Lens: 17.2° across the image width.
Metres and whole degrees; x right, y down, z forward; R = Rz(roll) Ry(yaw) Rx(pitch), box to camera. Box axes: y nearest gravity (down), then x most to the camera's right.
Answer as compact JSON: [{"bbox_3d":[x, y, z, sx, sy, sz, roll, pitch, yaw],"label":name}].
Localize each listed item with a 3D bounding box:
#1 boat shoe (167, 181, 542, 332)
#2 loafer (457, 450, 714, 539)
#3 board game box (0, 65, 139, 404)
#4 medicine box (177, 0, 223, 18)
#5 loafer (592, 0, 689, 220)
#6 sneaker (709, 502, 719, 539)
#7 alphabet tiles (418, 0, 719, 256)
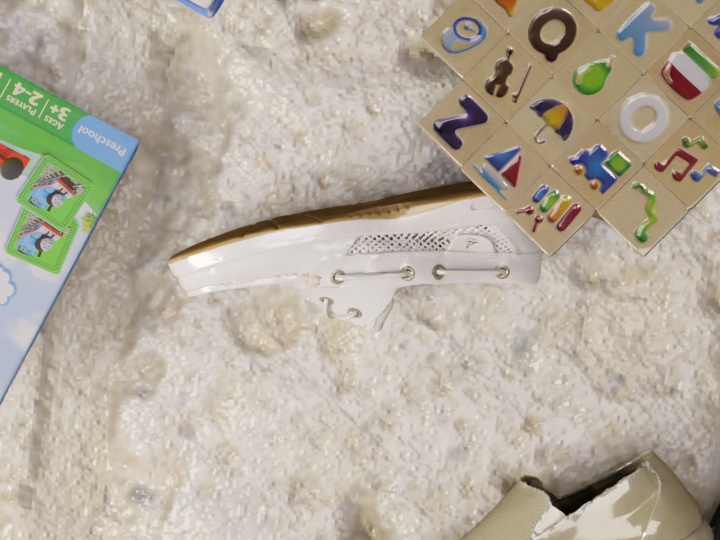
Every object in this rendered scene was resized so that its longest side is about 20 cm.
[{"bbox_3d":[0.000,0.000,1.261,0.199,0.071,0.070,-9,98,-1],"label":"boat shoe"},{"bbox_3d":[0.088,0.147,1.290,0.199,0.076,0.068,-16,92,1],"label":"loafer"},{"bbox_3d":[-0.226,-0.015,1.235,0.151,0.037,0.200,28,75,-6],"label":"board game box"},{"bbox_3d":[-0.122,-0.215,1.156,0.182,0.200,0.103,30,98,-6],"label":"medicine box"},{"bbox_3d":[0.162,-0.118,1.247,0.076,0.067,0.201,14,99,-4],"label":"loafer"},{"bbox_3d":[0.212,0.160,1.291,0.075,0.079,0.201,18,100,-4],"label":"sneaker"},{"bbox_3d":[0.133,-0.111,1.213,0.200,0.006,0.166,-45,74,1],"label":"alphabet tiles"}]
